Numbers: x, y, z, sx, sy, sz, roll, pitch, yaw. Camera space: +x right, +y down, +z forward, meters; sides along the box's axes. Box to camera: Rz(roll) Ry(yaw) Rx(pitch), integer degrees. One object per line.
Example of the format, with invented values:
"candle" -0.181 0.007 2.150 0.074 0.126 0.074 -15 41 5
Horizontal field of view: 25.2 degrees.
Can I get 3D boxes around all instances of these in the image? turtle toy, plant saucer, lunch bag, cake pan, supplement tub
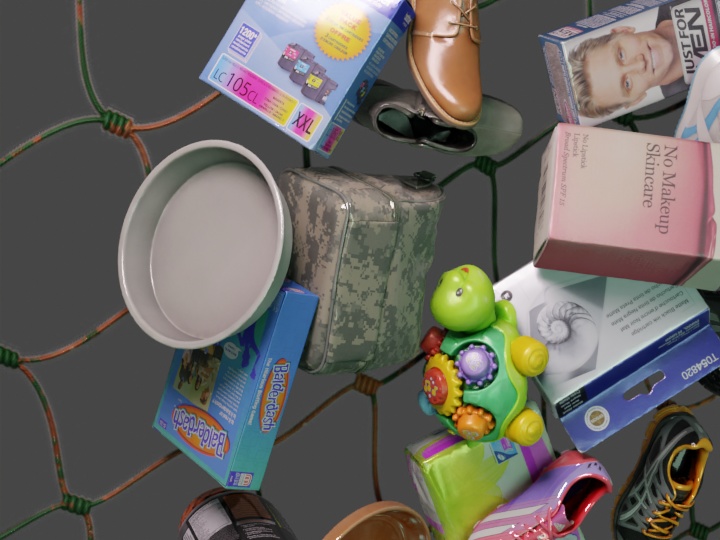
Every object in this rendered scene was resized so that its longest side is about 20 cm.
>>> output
"turtle toy" 0.114 0.090 1.658 0.101 0.146 0.202 -8 109 -31
"plant saucer" -0.004 0.336 1.720 0.200 0.032 0.202 -24 127 -36
"lunch bag" 0.000 0.000 1.605 0.167 0.139 0.201 -2 109 -37
"cake pan" -0.145 -0.022 1.531 0.037 0.200 0.201 20 100 -55
"supplement tub" -0.116 0.299 1.615 0.122 0.200 0.123 -5 107 -17

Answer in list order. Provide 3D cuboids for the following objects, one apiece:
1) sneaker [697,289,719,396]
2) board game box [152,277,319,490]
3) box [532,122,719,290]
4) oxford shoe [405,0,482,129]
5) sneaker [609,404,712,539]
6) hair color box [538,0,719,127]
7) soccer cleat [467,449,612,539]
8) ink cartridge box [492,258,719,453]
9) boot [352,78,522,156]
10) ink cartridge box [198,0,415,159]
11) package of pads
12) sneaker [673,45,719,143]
"sneaker" 0.376 0.046 1.798 0.200 0.076 0.088 48 67 -25
"board game box" -0.125 0.092 1.577 0.045 0.152 0.201 10 103 -39
"box" 0.284 -0.064 1.648 0.198 0.109 0.129 7 74 -1
"oxford shoe" 0.086 -0.233 1.545 0.071 0.071 0.201 1 67 -28
"sneaker" 0.343 0.256 1.832 0.078 0.077 0.201 8 104 -23
"hair color box" 0.295 -0.228 1.684 0.199 0.061 0.101 -22 111 -12
"soccer cleat" 0.182 0.272 1.705 0.200 0.076 0.067 -43 115 -6
"ink cartridge box" 0.260 0.057 1.701 0.199 0.041 0.201 -32 79 -3
"boot" 0.088 -0.138 1.598 0.199 0.131 0.068 8 106 -21
"ink cartridge box" -0.041 -0.228 1.529 0.136 0.076 0.201 32 92 9
"package of pads" 0.145 0.251 1.765 0.154 0.068 0.201 -26 112 -11
"sneaker" 0.384 -0.142 1.698 0.076 0.081 0.201 -21 144 -12
